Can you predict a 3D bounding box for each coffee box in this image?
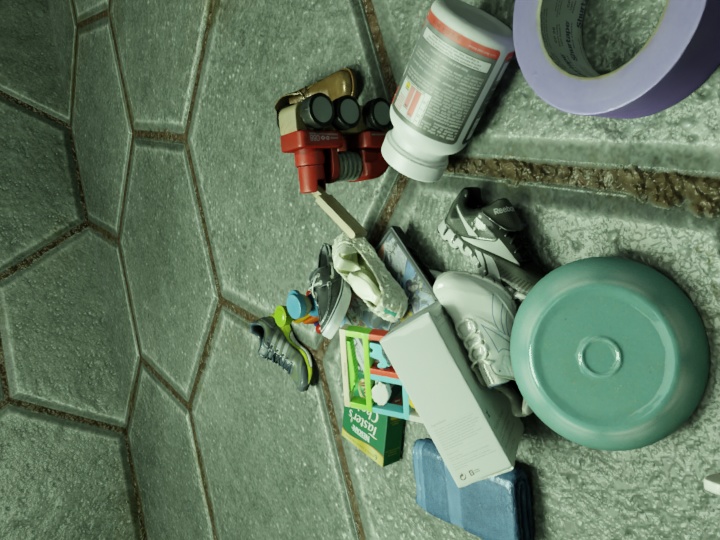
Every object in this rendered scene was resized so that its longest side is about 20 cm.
[{"bbox_3d":[0.023,0.209,0.982,0.122,0.043,0.205,23,113,48],"label":"coffee box"}]

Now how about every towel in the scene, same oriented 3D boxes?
[{"bbox_3d":[0.154,0.308,0.825,0.198,0.048,0.115,0,96,53],"label":"towel"}]

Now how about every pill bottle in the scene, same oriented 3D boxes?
[{"bbox_3d":[0.104,-0.223,0.744,0.117,0.114,0.202,52,133,33],"label":"pill bottle"}]

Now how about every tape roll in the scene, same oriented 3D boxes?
[{"bbox_3d":[0.253,-0.255,0.570,0.198,0.083,0.206,11,104,52],"label":"tape roll"}]

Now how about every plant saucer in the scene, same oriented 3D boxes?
[{"bbox_3d":[0.250,0.088,0.604,0.196,0.036,0.206,0,90,28],"label":"plant saucer"}]

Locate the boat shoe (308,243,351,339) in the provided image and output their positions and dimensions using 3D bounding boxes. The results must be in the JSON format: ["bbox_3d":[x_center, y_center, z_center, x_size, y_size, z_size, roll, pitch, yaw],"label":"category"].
[{"bbox_3d":[-0.054,0.025,0.951,0.072,0.067,0.202,-53,19,37],"label":"boat shoe"}]

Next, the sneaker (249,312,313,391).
[{"bbox_3d":[-0.164,0.171,1.191,0.200,0.080,0.075,49,132,36],"label":"sneaker"}]

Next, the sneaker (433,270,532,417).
[{"bbox_3d":[0.157,0.084,0.689,0.200,0.087,0.074,46,146,-2],"label":"sneaker"}]

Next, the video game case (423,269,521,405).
[{"bbox_3d":[0.141,0.103,0.826,0.198,0.023,0.187,16,108,51],"label":"video game case"}]

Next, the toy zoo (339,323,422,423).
[{"bbox_3d":[0.065,0.153,0.836,0.195,0.020,0.135,6,113,23],"label":"toy zoo"}]

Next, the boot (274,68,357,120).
[{"bbox_3d":[-0.080,-0.293,1.010,0.198,0.074,0.076,-12,85,52],"label":"boot"}]

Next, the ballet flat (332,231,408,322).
[{"bbox_3d":[0.000,0.000,0.881,0.200,0.070,0.073,47,130,41],"label":"ballet flat"}]

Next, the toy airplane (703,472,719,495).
[{"bbox_3d":[0.366,0.187,0.449,0.201,0.139,0.201,53,134,32],"label":"toy airplane"}]

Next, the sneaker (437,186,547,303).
[{"bbox_3d":[0.174,-0.038,0.724,0.200,0.065,0.092,48,133,40],"label":"sneaker"}]

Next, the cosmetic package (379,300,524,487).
[{"bbox_3d":[0.117,0.143,0.725,0.080,0.113,0.203,-29,89,25],"label":"cosmetic package"}]

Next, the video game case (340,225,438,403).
[{"bbox_3d":[0.045,0.069,0.891,0.202,0.025,0.182,-56,49,32],"label":"video game case"}]

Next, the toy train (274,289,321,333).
[{"bbox_3d":[-0.110,0.080,1.077,0.199,0.114,0.087,-33,70,50],"label":"toy train"}]

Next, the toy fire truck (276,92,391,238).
[{"bbox_3d":[-0.022,-0.152,0.873,0.127,0.173,0.206,2,98,51],"label":"toy fire truck"}]
